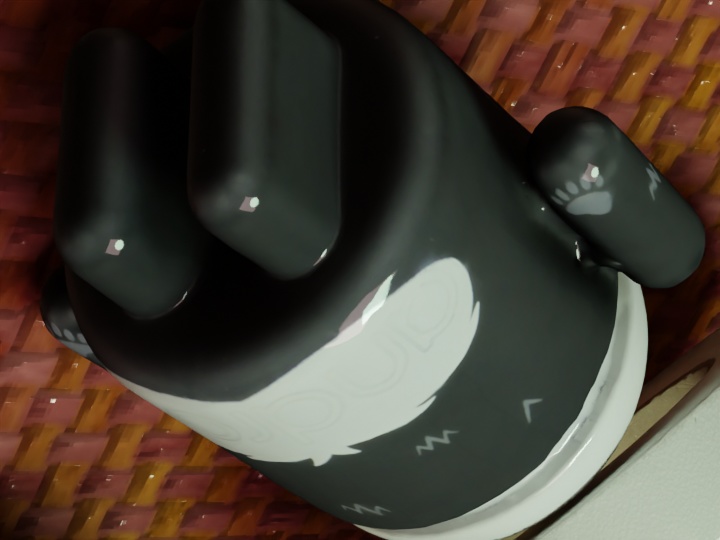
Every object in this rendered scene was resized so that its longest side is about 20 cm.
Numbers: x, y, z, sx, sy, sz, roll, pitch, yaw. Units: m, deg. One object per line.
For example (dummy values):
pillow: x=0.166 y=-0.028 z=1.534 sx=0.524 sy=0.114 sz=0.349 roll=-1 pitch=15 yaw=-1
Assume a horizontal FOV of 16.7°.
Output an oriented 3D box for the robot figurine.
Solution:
robot figurine: x=-0.001 y=-0.001 z=0.679 sx=0.125 sy=0.150 sz=0.200 roll=-58 pitch=138 yaw=-5

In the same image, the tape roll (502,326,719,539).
tape roll: x=0.083 y=0.075 z=0.787 sx=0.203 sy=0.037 sz=0.203 roll=-40 pitch=179 yaw=-1
